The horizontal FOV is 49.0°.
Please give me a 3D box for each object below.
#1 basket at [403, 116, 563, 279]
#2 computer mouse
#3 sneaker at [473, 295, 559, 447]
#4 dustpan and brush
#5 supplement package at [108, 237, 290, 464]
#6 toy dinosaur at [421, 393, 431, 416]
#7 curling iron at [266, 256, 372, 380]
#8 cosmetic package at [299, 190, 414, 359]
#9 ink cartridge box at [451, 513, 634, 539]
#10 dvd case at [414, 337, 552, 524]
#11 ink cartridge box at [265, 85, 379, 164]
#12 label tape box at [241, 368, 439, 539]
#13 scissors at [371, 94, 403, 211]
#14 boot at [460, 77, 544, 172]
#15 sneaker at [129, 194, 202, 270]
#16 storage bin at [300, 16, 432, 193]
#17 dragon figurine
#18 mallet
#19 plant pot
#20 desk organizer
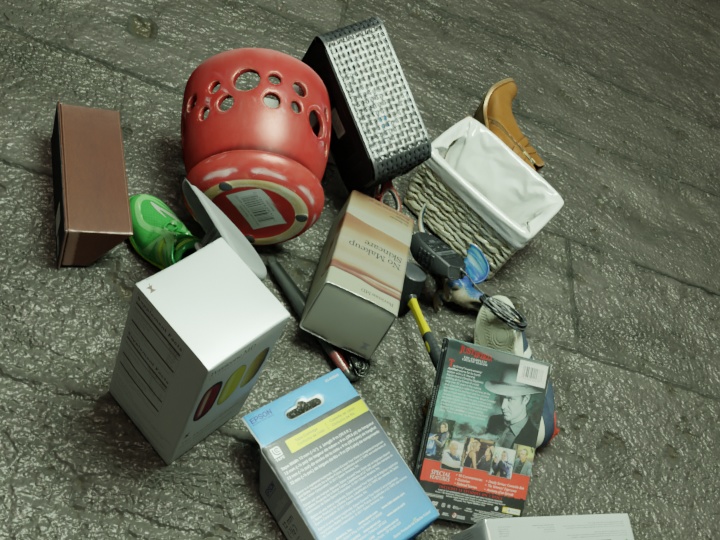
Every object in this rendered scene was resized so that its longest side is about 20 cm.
[{"bbox_3d":[0.178,-0.104,1.181,0.200,0.124,0.135,43,48,10],"label":"basket"},{"bbox_3d":[0.136,0.018,1.035,0.200,0.034,0.058,44,26,27],"label":"computer mouse"},{"bbox_3d":[0.211,0.133,1.046,0.083,0.074,0.204,5,69,-44],"label":"sneaker"},{"bbox_3d":[-0.141,-0.001,0.907,0.057,0.200,0.140,-39,54,3],"label":"dustpan and brush"},{"bbox_3d":[-0.170,0.086,0.806,0.110,0.201,0.113,45,49,13],"label":"supplement package"},{"bbox_3d":[0.137,0.189,0.979,0.104,0.061,0.203,13,51,-20],"label":"toy dinosaur"},{"bbox_3d":[-0.056,0.061,1.003,0.200,0.026,0.049,47,36,15],"label":"curling iron"},{"bbox_3d":[0.000,0.000,1.014,0.102,0.088,0.202,25,39,-10],"label":"cosmetic package"},{"bbox_3d":[0.214,0.366,0.861,0.196,0.084,0.179,6,59,-22],"label":"ink cartridge box"},{"bbox_3d":[0.142,0.194,0.930,0.143,0.022,0.204,14,86,-16],"label":"dvd case"},{"bbox_3d":[-0.059,-0.229,1.193,0.196,0.068,0.117,7,53,-23],"label":"ink cartridge box"},{"bbox_3d":[-0.029,0.227,0.863,0.142,0.067,0.201,-21,64,-37],"label":"label tape box"},{"bbox_3d":[0.032,-0.170,1.161,0.072,0.014,0.205,5,87,-22],"label":"scissors"},{"bbox_3d":[0.258,-0.231,1.357,0.154,0.074,0.200,38,60,6],"label":"boot"},{"bbox_3d":[-0.211,-0.022,0.947,0.073,0.084,0.201,-26,69,-39],"label":"sneaker"},{"bbox_3d":[0.003,-0.220,1.081,0.092,0.135,0.204,-22,91,-18],"label":"storage bin"},{"bbox_3d":[0.143,0.001,1.125,0.098,0.059,0.203,-4,58,-29],"label":"dragon figurine"},{"bbox_3d":[0.085,0.069,1.002,0.040,0.067,0.201,5,33,-25],"label":"mallet"},{"bbox_3d":[-0.136,-0.146,1.009,0.196,0.201,0.186,12,58,-18],"label":"plant pot"},{"bbox_3d":[-0.329,-0.104,0.960,0.076,0.072,0.203,2,54,-28],"label":"desk organizer"}]
